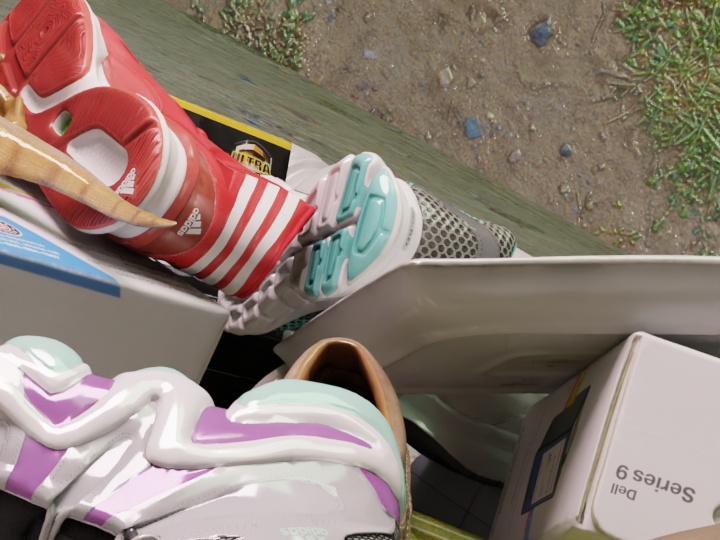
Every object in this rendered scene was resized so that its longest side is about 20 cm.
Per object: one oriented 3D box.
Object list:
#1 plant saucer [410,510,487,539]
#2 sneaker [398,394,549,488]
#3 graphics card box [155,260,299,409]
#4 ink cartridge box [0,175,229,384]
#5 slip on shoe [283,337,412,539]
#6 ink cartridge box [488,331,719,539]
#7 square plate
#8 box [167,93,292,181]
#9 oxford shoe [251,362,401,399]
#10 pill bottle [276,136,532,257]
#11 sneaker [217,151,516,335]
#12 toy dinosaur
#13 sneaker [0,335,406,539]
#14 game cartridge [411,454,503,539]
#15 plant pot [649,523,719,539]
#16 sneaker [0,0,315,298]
[{"bbox_3d":[0.074,0.153,0.963,0.199,0.048,0.200,23,8,-22],"label":"plant saucer"},{"bbox_3d":[0.093,0.062,1.233,0.074,0.087,0.200,28,7,31],"label":"sneaker"},{"bbox_3d":[-0.119,0.010,1.272,0.200,0.051,0.125,31,9,40],"label":"graphics card box"},{"bbox_3d":[-0.176,-0.002,1.032,0.200,0.085,0.144,30,8,39],"label":"ink cartridge box"},{"bbox_3d":[-0.014,0.086,0.906,0.076,0.061,0.200,7,21,6],"label":"slip on shoe"},{"bbox_3d":[0.145,0.102,1.065,0.145,0.088,0.200,18,-13,-4],"label":"ink cartridge box"},{"bbox_3d":[0.083,0.026,1.062,0.199,0.029,0.198,1,-12,-17],"label":"square plate"},{"bbox_3d":[-0.162,-0.067,1.382,0.200,0.050,0.159,1,-13,41],"label":"box"},{"bbox_3d":[-0.006,0.048,1.205,0.058,0.075,0.200,28,28,23],"label":"oxford shoe"},{"bbox_3d":[0.002,0.002,1.488,0.200,0.115,0.114,31,9,33],"label":"pill bottle"},{"bbox_3d":[0.000,0.000,1.137,0.091,0.078,0.200,16,-7,-22],"label":"sneaker"},{"bbox_3d":[-0.156,-0.055,0.995,0.199,0.061,0.106,20,33,3],"label":"toy dinosaur"},{"bbox_3d":[-0.080,0.090,0.784,0.199,0.078,0.140,2,36,-6],"label":"sneaker"},{"bbox_3d":[0.121,0.143,1.240,0.200,0.041,0.133,29,12,21],"label":"game cartridge"},{"bbox_3d":[0.136,0.148,0.764,0.200,0.201,0.173,23,-7,-26],"label":"plant pot"},{"bbox_3d":[-0.092,-0.044,1.085,0.115,0.078,0.200,36,12,-34],"label":"sneaker"}]
